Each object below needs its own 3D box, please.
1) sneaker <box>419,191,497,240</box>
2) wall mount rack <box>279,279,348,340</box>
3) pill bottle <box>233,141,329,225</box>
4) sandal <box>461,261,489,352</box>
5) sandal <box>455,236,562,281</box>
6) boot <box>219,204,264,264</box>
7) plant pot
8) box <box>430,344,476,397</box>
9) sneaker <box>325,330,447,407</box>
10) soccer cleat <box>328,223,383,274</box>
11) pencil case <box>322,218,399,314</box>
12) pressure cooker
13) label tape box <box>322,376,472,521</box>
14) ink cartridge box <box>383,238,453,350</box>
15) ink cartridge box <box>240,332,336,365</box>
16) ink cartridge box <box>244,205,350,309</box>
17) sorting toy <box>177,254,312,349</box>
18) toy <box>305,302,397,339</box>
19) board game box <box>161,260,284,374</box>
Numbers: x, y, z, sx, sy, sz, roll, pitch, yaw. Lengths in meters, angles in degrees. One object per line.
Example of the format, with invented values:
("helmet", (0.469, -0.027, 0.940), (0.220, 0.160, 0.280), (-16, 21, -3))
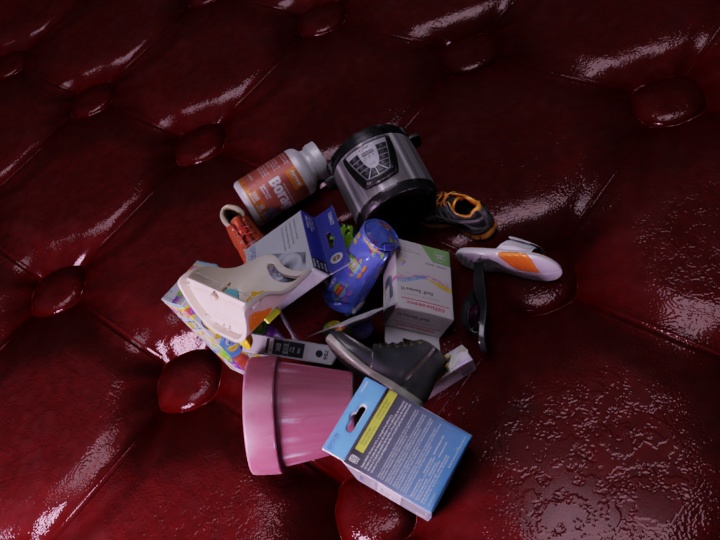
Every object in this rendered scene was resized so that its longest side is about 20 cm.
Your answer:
("sneaker", (0.178, -0.126, 1.688), (0.199, 0.077, 0.078), (18, 63, 35))
("wall mount rack", (-0.123, 0.048, 1.666), (0.199, 0.075, 0.174), (-30, 42, -21))
("pill bottle", (-0.168, -0.195, 1.868), (0.199, 0.112, 0.112), (-33, 48, -4))
("sandal", (0.205, 0.070, 1.523), (0.048, 0.076, 0.201), (-7, 41, 10))
("sandal", (0.275, -0.033, 1.569), (0.206, 0.079, 0.059), (10, 60, 32))
("boot", (-0.235, -0.060, 1.794), (0.075, 0.107, 0.200), (-36, 49, -10))
("plant pot", (-0.097, 0.241, 1.446), (0.178, 0.201, 0.201), (-3, 50, 0))
("box", (0.107, 0.201, 1.477), (0.199, 0.042, 0.039), (-32, 50, -2))
("sneaker", (0.044, 0.141, 1.445), (0.199, 0.075, 0.107), (34, 73, 3))
("soccer cleat", (-0.006, -0.040, 1.708), (0.067, 0.081, 0.200), (-43, 27, -6))
("pencil case", (0.000, 0.000, 1.580), (0.078, 0.200, 0.087), (-6, 50, -39))
("pressure cooker", (0.036, -0.186, 1.665), (0.175, 0.179, 0.201), (-4, 58, -38))
("label tape box", (0.059, 0.285, 1.371), (0.199, 0.066, 0.144), (27, 66, 14))
("ink cartridge box", (0.104, 0.048, 1.548), (0.116, 0.067, 0.201), (13, 50, -16))
("ink cartridge box", (-0.114, 0.143, 1.539), (0.199, 0.099, 0.040), (9, 85, -11))
("ink cartridge box", (-0.125, -0.027, 1.605), (0.199, 0.041, 0.200), (-34, 37, 11))
("sorting toy", (-0.182, 0.034, 1.486), (0.180, 0.107, 0.199), (-38, 37, -30))
("toy", (-0.015, 0.107, 1.534), (0.115, 0.048, 0.200), (-22, 2, -25))
("board game box", (-0.258, 0.090, 1.600), (0.103, 0.200, 0.105), (-49, 26, -19))
